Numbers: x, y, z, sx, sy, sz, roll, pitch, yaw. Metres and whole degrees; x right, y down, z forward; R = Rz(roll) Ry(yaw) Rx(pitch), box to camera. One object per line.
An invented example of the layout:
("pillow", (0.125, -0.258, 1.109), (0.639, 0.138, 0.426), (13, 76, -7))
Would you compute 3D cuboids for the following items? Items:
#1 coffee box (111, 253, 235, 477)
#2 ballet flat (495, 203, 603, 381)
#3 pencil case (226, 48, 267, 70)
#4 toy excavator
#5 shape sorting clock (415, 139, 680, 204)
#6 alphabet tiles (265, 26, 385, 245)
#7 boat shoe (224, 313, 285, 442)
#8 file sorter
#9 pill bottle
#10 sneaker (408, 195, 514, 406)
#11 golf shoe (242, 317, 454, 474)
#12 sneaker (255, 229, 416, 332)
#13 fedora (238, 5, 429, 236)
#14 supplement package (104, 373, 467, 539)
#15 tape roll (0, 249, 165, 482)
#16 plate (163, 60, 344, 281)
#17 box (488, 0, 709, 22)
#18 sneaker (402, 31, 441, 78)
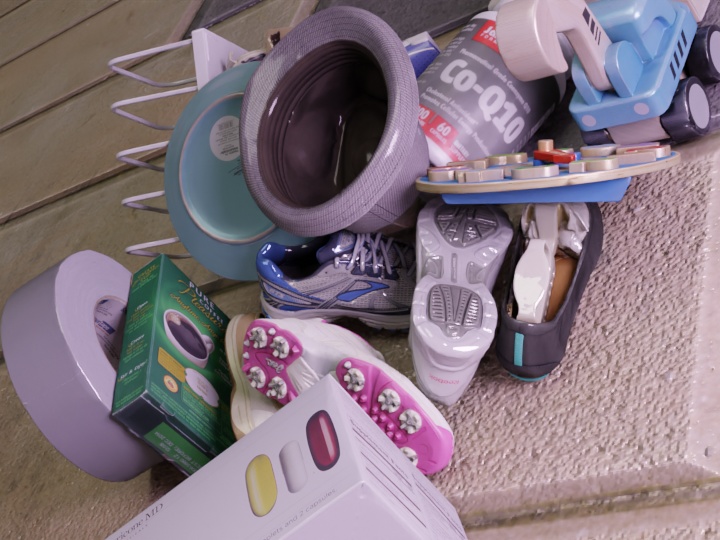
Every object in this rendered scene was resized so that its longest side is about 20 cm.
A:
("coffee box", (-0.159, 0.087, 1.060), (0.044, 0.123, 0.201), (-33, 33, 17))
("ballet flat", (0.145, -0.011, 0.890), (0.067, 0.069, 0.201), (3, 49, 18))
("pencil case", (-0.081, -0.111, 1.131), (0.078, 0.088, 0.203), (-24, 71, 58))
("toy excavator", (0.188, -0.172, 0.920), (0.099, 0.200, 0.196), (-8, 43, 43))
("shape sorting clock", (0.139, -0.078, 0.888), (0.197, 0.040, 0.200), (-2, 10, 0))
("alphabet tiles", (-0.049, -0.122, 1.064), (0.165, 0.006, 0.203), (0, 86, 33))
("boat shoe", (-0.074, 0.096, 1.011), (0.066, 0.075, 0.201), (-21, 32, 3))
("file sorter", (-0.170, -0.119, 1.194), (0.123, 0.139, 0.203), (-8, 85, 18))
("pill bottle", (0.114, -0.160, 1.072), (0.200, 0.114, 0.114), (-49, 31, -13))
("sneaker", (0.068, 0.021, 0.919), (0.077, 0.100, 0.201), (15, 42, 4))
("golf shoe", (0.002, 0.086, 0.908), (0.199, 0.076, 0.091), (30, 27, 31))
("sneaker", (0.000, 0.000, 0.997), (0.197, 0.086, 0.078), (-9, 40, 15))
("fedora", (-0.009, -0.108, 0.968), (0.177, 0.090, 0.201), (-43, 48, 17))
("supplement package", (-0.044, 0.198, 0.752), (0.199, 0.156, 0.111), (-37, 30, 7))
("tape roll", (-0.228, 0.084, 1.060), (0.066, 0.201, 0.201), (-30, 32, 15))
("plate", (-0.104, -0.092, 1.070), (0.198, 0.025, 0.203), (-2, 86, 28))
("box", (0.230, -0.271, 1.120), (0.199, 0.078, 0.096), (-5, 46, 45))
("sneaker", (0.016, -0.140, 1.205), (0.199, 0.080, 0.116), (-34, 34, 25))
